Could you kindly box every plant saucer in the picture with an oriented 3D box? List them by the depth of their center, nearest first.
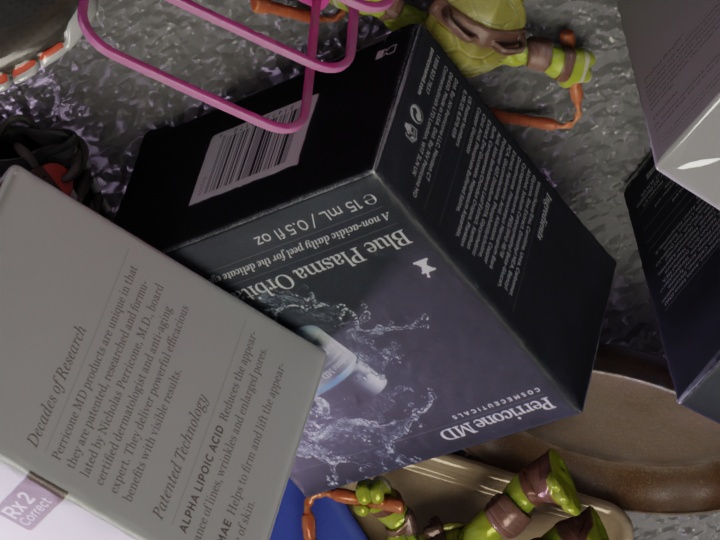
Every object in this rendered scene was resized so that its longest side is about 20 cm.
[{"bbox_3d":[0.144,0.089,1.593,0.199,0.032,0.201,13,155,6],"label":"plant saucer"}]

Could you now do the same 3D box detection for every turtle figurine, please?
[{"bbox_3d":[0.055,-0.146,1.447,0.199,0.065,0.162,20,122,-17],"label":"turtle figurine"},{"bbox_3d":[0.068,0.183,1.624,0.160,0.064,0.201,-27,106,11],"label":"turtle figurine"}]

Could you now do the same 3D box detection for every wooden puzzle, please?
[{"bbox_3d":[0.047,0.186,1.699,0.199,0.037,0.186,20,123,-6],"label":"wooden puzzle"}]

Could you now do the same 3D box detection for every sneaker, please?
[{"bbox_3d":[-0.239,-0.133,1.436,0.198,0.077,0.082,-13,119,5],"label":"sneaker"},{"bbox_3d":[-0.167,-0.031,1.504,0.199,0.077,0.082,32,112,-24],"label":"sneaker"}]

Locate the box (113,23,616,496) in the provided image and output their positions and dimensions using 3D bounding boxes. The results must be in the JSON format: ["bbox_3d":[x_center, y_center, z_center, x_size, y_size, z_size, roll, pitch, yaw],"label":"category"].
[{"bbox_3d":[0.000,0.000,1.484,0.196,0.118,0.200,-20,127,34],"label":"box"}]

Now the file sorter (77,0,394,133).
[{"bbox_3d":[-0.033,-0.184,1.308,0.138,0.126,0.200,22,133,-19],"label":"file sorter"}]

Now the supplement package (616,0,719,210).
[{"bbox_3d":[0.217,-0.119,1.393,0.119,0.201,0.121,30,119,-22],"label":"supplement package"}]

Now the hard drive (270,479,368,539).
[{"bbox_3d":[-0.062,0.171,1.617,0.132,0.025,0.201,-42,116,-24],"label":"hard drive"}]

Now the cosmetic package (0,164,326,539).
[{"bbox_3d":[-0.155,0.088,1.419,0.199,0.166,0.165,31,139,-15],"label":"cosmetic package"}]

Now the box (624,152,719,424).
[{"bbox_3d":[0.241,0.006,1.483,0.147,0.201,0.104,27,120,-21],"label":"box"}]
